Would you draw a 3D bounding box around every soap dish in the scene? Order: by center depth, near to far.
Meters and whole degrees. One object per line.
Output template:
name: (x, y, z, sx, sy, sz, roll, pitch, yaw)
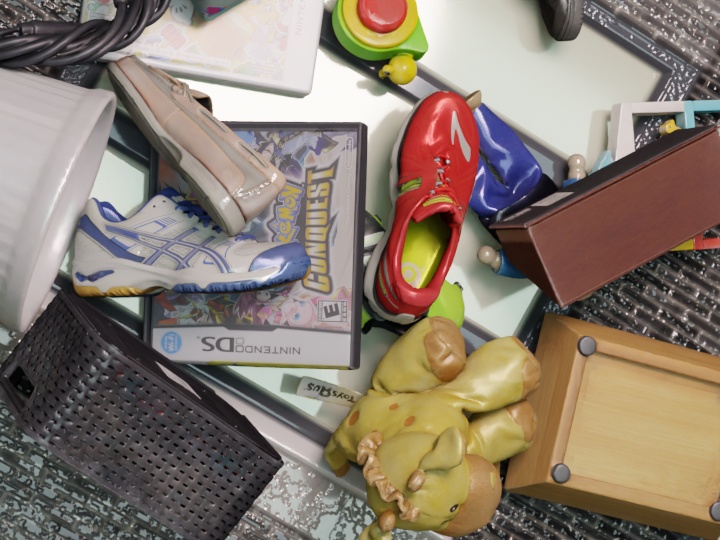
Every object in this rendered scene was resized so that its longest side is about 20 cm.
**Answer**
soap dish: (0.237, 0.135, 1.678, 0.200, 0.081, 0.157, 15, 86, -11)

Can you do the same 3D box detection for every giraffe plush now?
giraffe plush: (0.055, 0.146, 1.568, 0.200, 0.162, 0.173, 0, 119, -8)

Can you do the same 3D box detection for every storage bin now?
storage bin: (-0.173, 0.116, 1.528, 0.200, 0.135, 0.094, 37, 91, -29)

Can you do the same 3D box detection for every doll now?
doll: (0.140, -0.059, 1.676, 0.136, 0.048, 0.200, -40, 98, -21)

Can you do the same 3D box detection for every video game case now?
video game case: (-0.086, -0.022, 1.598, 0.181, 0.026, 0.200, 1, 88, 15)
video game case: (-0.126, -0.251, 1.636, 0.200, 0.023, 0.182, 9, 86, -12)

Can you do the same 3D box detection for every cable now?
cable: (-0.245, -0.211, 1.534, 0.163, 0.051, 0.200, 28, 50, 15)

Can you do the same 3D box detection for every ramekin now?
ramekin: (-0.269, -0.061, 1.514, 0.098, 0.200, 0.201, 22, 84, -3)

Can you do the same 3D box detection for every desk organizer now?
desk organizer: (0.218, -0.045, 1.641, 0.200, 0.072, 0.077, -27, 99, -18)

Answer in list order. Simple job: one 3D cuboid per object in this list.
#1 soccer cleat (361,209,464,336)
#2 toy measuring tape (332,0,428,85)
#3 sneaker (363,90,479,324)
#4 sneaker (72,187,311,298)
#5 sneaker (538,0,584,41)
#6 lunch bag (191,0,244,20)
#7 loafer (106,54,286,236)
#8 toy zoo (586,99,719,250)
soccer cleat: (0.000, 0.000, 1.628, 0.200, 0.068, 0.081, 36, 53, -11)
toy measuring tape: (0.000, -0.247, 1.645, 0.074, 0.074, 0.200, -16, 83, -13)
sneaker: (0.063, -0.053, 1.585, 0.077, 0.085, 0.200, 15, 76, -15)
sneaker: (-0.137, -0.024, 1.560, 0.200, 0.075, 0.088, -1, 87, 14)
sneaker: (0.126, -0.291, 1.677, 0.104, 0.060, 0.200, -5, 85, -14)
lunch bag: (-0.065, -0.312, 1.550, 0.200, 0.170, 0.122, -32, 81, -12)
loafer: (-0.130, -0.108, 1.560, 0.063, 0.072, 0.200, -34, 57, -9)
toy zoo: (0.289, -0.083, 1.715, 0.200, 0.020, 0.131, -4, 89, -19)
